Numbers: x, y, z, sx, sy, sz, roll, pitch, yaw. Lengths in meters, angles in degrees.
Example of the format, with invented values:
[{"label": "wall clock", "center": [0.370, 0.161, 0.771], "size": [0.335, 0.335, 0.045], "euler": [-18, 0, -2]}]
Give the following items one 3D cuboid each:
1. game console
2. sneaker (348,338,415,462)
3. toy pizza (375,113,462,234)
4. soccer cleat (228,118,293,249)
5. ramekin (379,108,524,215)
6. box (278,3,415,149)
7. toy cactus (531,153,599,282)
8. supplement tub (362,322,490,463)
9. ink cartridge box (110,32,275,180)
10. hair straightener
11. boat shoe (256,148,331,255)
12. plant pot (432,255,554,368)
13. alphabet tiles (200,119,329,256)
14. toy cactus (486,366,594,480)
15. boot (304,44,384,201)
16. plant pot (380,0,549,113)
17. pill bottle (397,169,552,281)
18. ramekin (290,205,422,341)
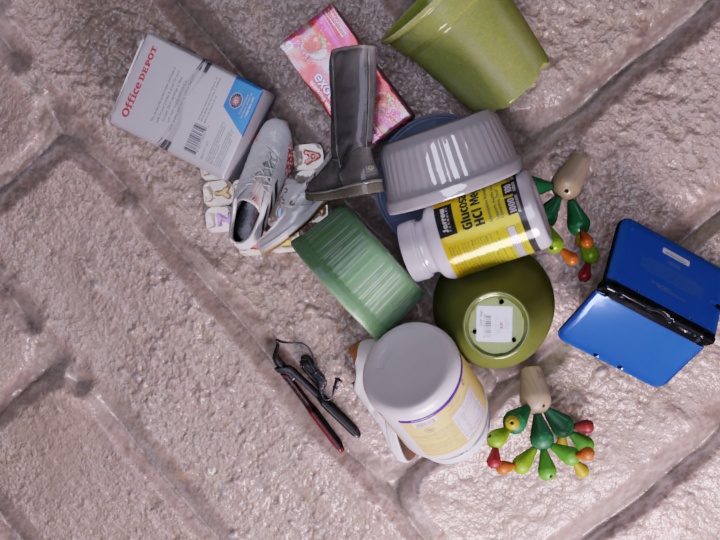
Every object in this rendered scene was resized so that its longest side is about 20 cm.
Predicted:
[{"label": "game console", "center": [0.414, 0.049, 1.678], "size": [0.198, 0.118, 0.172], "euler": [26, 68, -16]}, {"label": "sneaker", "center": [0.035, 0.196, 1.746], "size": [0.084, 0.073, 0.202], "euler": [-4, 106, 41]}, {"label": "toy pizza", "center": [0.117, -0.131, 1.693], "size": [0.197, 0.032, 0.203], "euler": [-2, 103, -9]}, {"label": "soccer cleat", "center": [-0.150, -0.126, 1.694], "size": [0.068, 0.085, 0.202], "euler": [21, 98, 4]}, {"label": "ramekin", "center": [0.118, -0.153, 1.574], "size": [0.200, 0.202, 0.095], "euler": [-18, 96, 8]}, {"label": "box", "center": [-0.017, -0.276, 1.673], "size": [0.102, 0.095, 0.201], "euler": [-35, 92, 8]}, {"label": "toy cactus", "center": [0.283, -0.092, 1.676], "size": [0.199, 0.102, 0.166], "euler": [34, 78, 2]}, {"label": "supplement tub", "center": [0.100, 0.181, 1.634], "size": [0.144, 0.200, 0.147], "euler": [-12, 55, 18]}, {"label": "ink cartridge box", "center": [-0.249, -0.242, 1.700], "size": [0.198, 0.084, 0.147], "euler": [28, 98, 8]}, {"label": "hair straightener", "center": [-0.062, 0.180, 1.763], "size": [0.077, 0.041, 0.201], "euler": [-38, 87, 8]}, {"label": "boat shoe", "center": [-0.089, -0.108, 1.702], "size": [0.200, 0.071, 0.069], "euler": [-44, 94, -6]}, {"label": "plant pot", "center": [0.192, 0.064, 1.637], "size": [0.184, 0.200, 0.190], "euler": [1, 97, 6]}, {"label": "alphabet tiles", "center": [-0.147, -0.125, 1.745], "size": [0.193, 0.015, 0.203], "euler": [-4, 95, 6]}, {"label": "toy cactus", "center": [0.264, 0.223, 1.681], "size": [0.198, 0.102, 0.167], "euler": [2, 68, -22]}, {"label": "boot", "center": [-0.028, -0.202, 1.590], "size": [0.072, 0.181, 0.203], "euler": [-12, 94, -37]}, {"label": "plant pot", "center": [0.161, -0.323, 1.617], "size": [0.200, 0.201, 0.184], "euler": [-42, 103, 9]}, {"label": "pill bottle", "center": [0.156, -0.056, 1.585], "size": [0.198, 0.112, 0.114], "euler": [-19, 94, 14]}, {"label": "ramekin", "center": [0.000, 0.000, 1.656], "size": [0.098, 0.200, 0.200], "euler": [-43, 91, 1]}]
